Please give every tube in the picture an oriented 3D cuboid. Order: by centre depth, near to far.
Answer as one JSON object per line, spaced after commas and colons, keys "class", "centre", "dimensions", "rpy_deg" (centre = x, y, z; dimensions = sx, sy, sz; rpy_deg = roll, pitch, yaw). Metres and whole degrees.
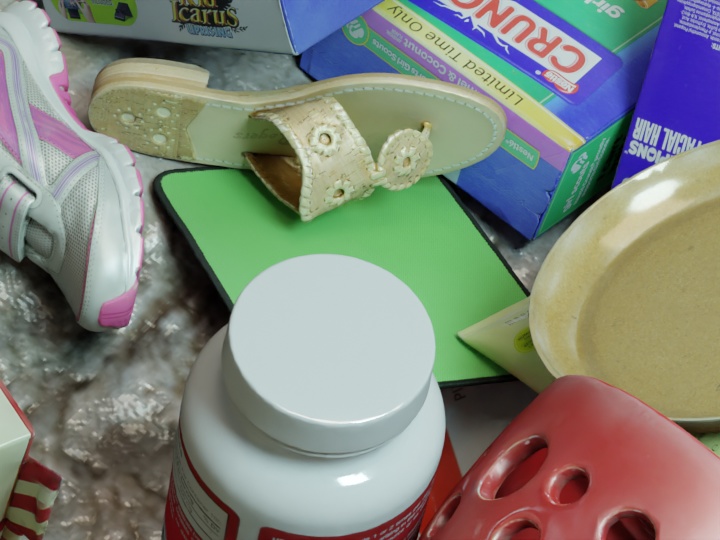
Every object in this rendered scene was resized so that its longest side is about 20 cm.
{"class": "tube", "centre": [0.124, 0.055, 1.254], "dimensions": [0.058, 0.052, 0.200], "rpy_deg": [16, 16, -35]}

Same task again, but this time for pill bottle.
{"class": "pill bottle", "centre": [-0.025, 0.085, 1.179], "dimensions": [0.112, 0.200, 0.113], "rpy_deg": [5, 53, -6]}

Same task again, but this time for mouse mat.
{"class": "mouse mat", "centre": [0.000, 0.000, 1.360], "dimensions": [0.160, 0.008, 0.200], "rpy_deg": [-5, 37, -24]}

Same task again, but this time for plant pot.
{"class": "plant pot", "centre": [0.093, 0.173, 1.150], "dimensions": [0.182, 0.201, 0.200], "rpy_deg": [-44, 73, -10]}
{"class": "plant pot", "centre": [0.173, 0.007, 1.221], "dimensions": [0.199, 0.028, 0.200], "rpy_deg": [-15, 35, 10]}

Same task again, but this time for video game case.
{"class": "video game case", "centre": [-0.038, -0.177, 1.438], "dimensions": [0.181, 0.046, 0.200], "rpy_deg": [10, 34, 41]}

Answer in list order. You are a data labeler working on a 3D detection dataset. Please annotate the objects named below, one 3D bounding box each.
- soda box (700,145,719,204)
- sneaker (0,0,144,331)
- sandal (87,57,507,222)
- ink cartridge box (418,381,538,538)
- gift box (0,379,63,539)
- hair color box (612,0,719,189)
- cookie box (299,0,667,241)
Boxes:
{"class": "soda box", "centre": [0.231, -0.009, 1.382], "dimensions": [0.068, 0.064, 0.200], "rpy_deg": [26, 8, 33]}
{"class": "sneaker", "centre": [-0.168, -0.044, 1.328], "dimensions": [0.088, 0.082, 0.200], "rpy_deg": [-13, 49, -28]}
{"class": "sandal", "centre": [-0.035, -0.053, 1.379], "dimensions": [0.211, 0.078, 0.070], "rpy_deg": [7, 52, 3]}
{"class": "ink cartridge box", "centre": [0.069, 0.092, 1.321], "dimensions": [0.199, 0.050, 0.163], "rpy_deg": [1, 51, -24]}
{"class": "gift box", "centre": [-0.237, 0.072, 1.124], "dimensions": [0.186, 0.200, 0.185], "rpy_deg": [-21, 67, -35]}
{"class": "hair color box", "centre": [0.200, -0.104, 1.411], "dimensions": [0.065, 0.201, 0.109], "rpy_deg": [22, 13, 34]}
{"class": "cookie box", "centre": [0.098, -0.128, 1.489], "dimensions": [0.171, 0.075, 0.200], "rpy_deg": [38, 49, 19]}
